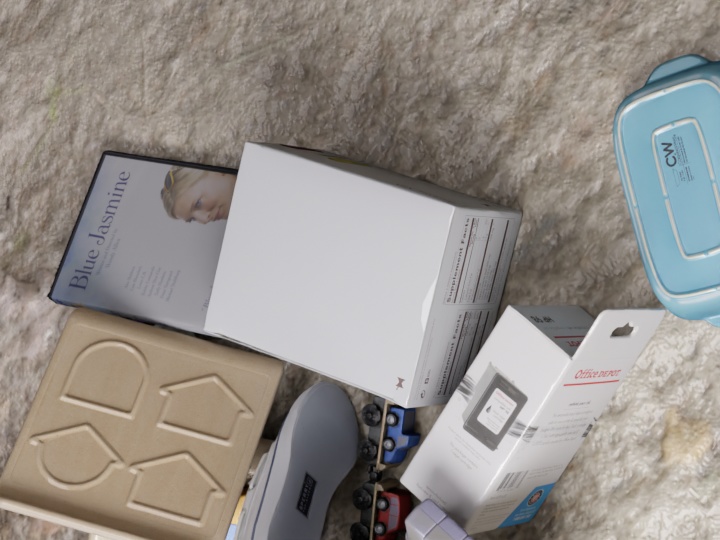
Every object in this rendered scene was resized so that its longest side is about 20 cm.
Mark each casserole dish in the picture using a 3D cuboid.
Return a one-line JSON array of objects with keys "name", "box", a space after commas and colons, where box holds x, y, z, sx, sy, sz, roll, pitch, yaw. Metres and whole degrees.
[{"name": "casserole dish", "box": [0.243, -0.058, 1.355, 0.120, 0.039, 0.202, -18, 80, 30]}]

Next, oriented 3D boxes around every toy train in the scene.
[{"name": "toy train", "box": [0.018, 0.192, 1.498, 0.045, 0.034, 0.202, 8, 94, 28]}]

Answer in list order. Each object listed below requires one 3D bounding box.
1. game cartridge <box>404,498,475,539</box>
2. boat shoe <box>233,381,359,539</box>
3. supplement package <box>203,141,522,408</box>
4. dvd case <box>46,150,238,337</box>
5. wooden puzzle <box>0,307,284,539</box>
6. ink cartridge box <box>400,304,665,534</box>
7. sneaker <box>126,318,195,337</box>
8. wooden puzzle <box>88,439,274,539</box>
[{"name": "game cartridge", "box": [0.090, 0.250, 1.374, 0.038, 0.201, 0.130, -36, 62, -15]}, {"name": "boat shoe", "box": [-0.059, 0.167, 1.470, 0.065, 0.201, 0.074, -26, 115, 35]}, {"name": "supplement package", "box": [0.000, 0.000, 1.465, 0.199, 0.111, 0.157, 19, 100, 30]}, {"name": "dvd case", "box": [-0.163, -0.025, 1.592, 0.199, 0.018, 0.144, 9, 73, 33]}, {"name": "wooden puzzle", "box": [-0.174, 0.134, 1.504, 0.184, 0.046, 0.201, 15, 54, 7]}, {"name": "ink cartridge box", "box": [0.127, 0.091, 1.381, 0.067, 0.115, 0.201, 40, 109, 27]}, {"name": "sneaker", "box": [-0.201, 0.133, 1.622, 0.099, 0.069, 0.202, 13, 93, 38]}, {"name": "wooden puzzle", "box": [-0.134, 0.232, 1.535, 0.183, 0.046, 0.202, 9, 93, 4]}]
